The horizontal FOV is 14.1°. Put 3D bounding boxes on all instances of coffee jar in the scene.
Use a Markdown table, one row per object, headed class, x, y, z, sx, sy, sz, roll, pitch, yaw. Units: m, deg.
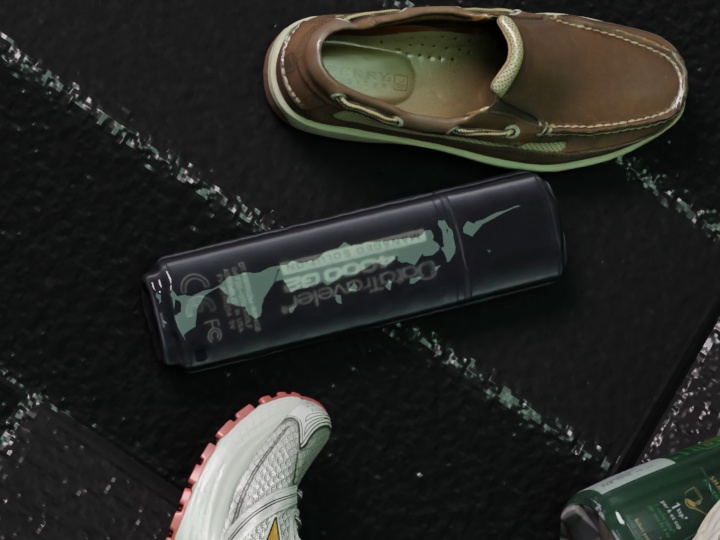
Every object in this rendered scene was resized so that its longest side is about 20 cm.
| class | x | y | z | sx | sy | sz | roll | pitch | yaw |
| --- | --- | --- | --- | --- | --- | --- | --- | --- | --- |
| coffee jar | 0.197 | 0.110 | 1.322 | 0.200 | 0.085 | 0.104 | -24 | 81 | -18 |

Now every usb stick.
| class | x | y | z | sx | sy | sz | roll | pitch | yaw |
| --- | --- | --- | --- | --- | --- | --- | --- | --- | --- |
| usb stick | 0.000 | 0.000 | 1.309 | 0.200 | 0.033 | 0.056 | -14 | 93 | -18 |

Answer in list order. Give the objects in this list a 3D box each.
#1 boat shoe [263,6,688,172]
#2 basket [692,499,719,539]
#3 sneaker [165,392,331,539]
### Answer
| class | x | y | z | sx | sy | sz | roll | pitch | yaw |
| --- | --- | --- | --- | --- | --- | --- | --- | --- | --- |
| boat shoe | 0.061 | -0.085 | 1.317 | 0.202 | 0.075 | 0.075 | -2 | 82 | -17 |
| basket | 0.220 | 0.124 | 1.215 | 0.136 | 0.123 | 0.200 | 42 | 73 | -7 |
| sneaker | -0.048 | 0.141 | 1.225 | 0.082 | 0.078 | 0.200 | 17 | 56 | 5 |
